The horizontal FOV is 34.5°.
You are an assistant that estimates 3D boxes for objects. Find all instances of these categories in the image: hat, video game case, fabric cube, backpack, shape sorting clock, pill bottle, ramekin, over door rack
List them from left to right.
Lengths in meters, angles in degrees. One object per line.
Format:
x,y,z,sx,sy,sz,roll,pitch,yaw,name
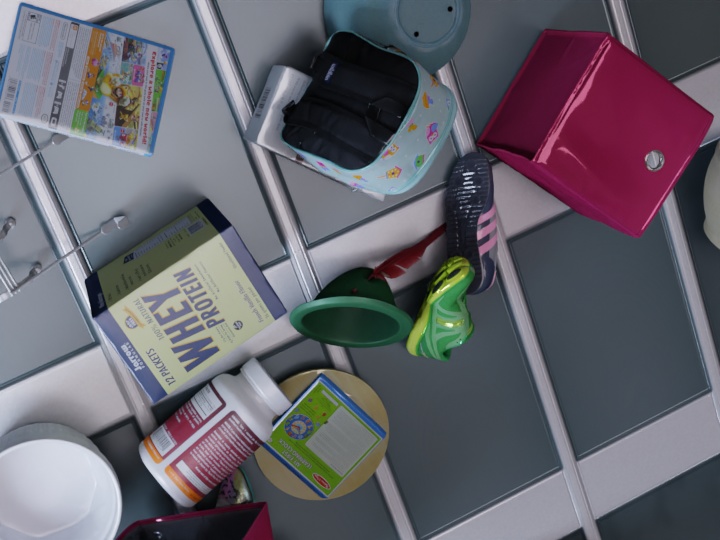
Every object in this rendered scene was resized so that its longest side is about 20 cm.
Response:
-0.413,-0.072,1.467,0.199,0.066,0.149,-35,112,-23,over door rack
-0.419,0.297,1.525,0.198,0.105,0.202,-4,104,-18,ramekin
-0.343,-0.237,1.450,0.198,0.018,0.145,14,82,-20,video game case
-0.214,0.438,1.513,0.198,0.196,0.202,-9,96,7,fabric cube
-0.194,0.216,1.575,0.200,0.113,0.113,-40,111,-5,pill bottle
-0.057,0.236,1.663,0.198,0.039,0.202,-3,103,-13,shape sorting clock
0.000,0.000,1.623,0.199,0.165,0.178,23,59,-38,hat
0.021,-0.181,1.421,0.153,0.200,0.177,34,86,-38,backpack
0.318,-0.194,1.591,0.198,0.200,0.197,31,93,-21,fabric cube

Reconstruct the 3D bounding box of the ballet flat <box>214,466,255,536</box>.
-0.176,0.377,1.641,0.071,0.069,0.202,-24,113,-32,ballet flat

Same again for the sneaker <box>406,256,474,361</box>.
0.127,0.054,1.620,0.083,0.074,0.201,22,139,1,sneaker

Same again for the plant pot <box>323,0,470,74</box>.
0.065,-0.341,1.516,0.198,0.135,0.202,-4,104,-17,plant pot

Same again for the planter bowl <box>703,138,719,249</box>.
0.596,-0.095,1.734,0.198,0.201,0.136,8,128,-20,planter bowl

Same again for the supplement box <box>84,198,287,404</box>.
-0.228,0.032,1.473,0.199,0.200,0.135,-34,110,-6,supplement box

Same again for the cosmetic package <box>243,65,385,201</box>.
-0.042,-0.183,1.547,0.198,0.081,0.114,21,93,-20,cosmetic package

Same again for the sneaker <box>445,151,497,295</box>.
0.165,-0.067,1.660,0.082,0.070,0.202,1,95,-60,sneaker
